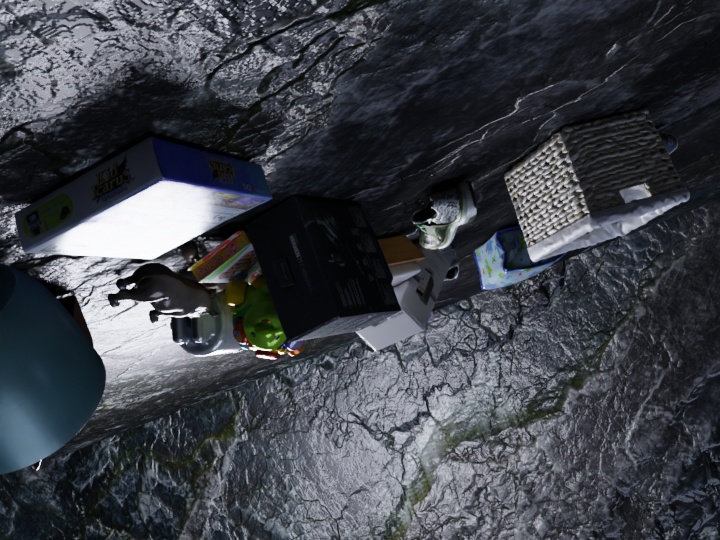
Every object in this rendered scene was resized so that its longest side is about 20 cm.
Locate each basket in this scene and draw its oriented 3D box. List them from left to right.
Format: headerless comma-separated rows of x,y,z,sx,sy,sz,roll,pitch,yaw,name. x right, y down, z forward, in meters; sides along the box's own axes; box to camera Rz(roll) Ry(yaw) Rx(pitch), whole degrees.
0.367,-0.131,1.346,0.196,0.163,0.200,-15,169,-23,basket

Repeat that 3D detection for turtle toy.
-0.132,0.075,1.245,0.143,0.103,0.200,7,167,-1,turtle toy

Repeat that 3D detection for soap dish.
0.000,0.000,1.572,0.198,0.082,0.157,-10,166,-43,soap dish

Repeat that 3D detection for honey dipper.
-0.231,-0.004,1.234,0.037,0.038,0.200,-19,167,-2,honey dipper

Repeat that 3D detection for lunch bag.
0.391,-0.040,2.006,0.197,0.129,0.170,-7,167,-13,lunch bag

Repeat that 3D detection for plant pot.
-0.403,0.091,0.925,0.198,0.201,0.162,-18,129,-6,plant pot

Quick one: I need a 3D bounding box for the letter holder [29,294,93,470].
-0.407,0.149,1.128,0.099,0.144,0.200,-18,-154,-7,letter holder

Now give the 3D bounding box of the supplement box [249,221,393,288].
-0.060,0.016,1.372,0.198,0.111,0.109,-22,-169,13,supplement box

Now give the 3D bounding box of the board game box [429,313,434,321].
0.142,0.211,3.135,0.197,0.042,0.200,-13,168,-34,board game box

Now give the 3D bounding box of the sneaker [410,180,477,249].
0.118,-0.091,1.392,0.087,0.078,0.200,-3,160,-17,sneaker

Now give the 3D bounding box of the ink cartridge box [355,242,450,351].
0.082,0.049,1.704,0.146,0.083,0.201,-27,-155,41,ink cartridge box

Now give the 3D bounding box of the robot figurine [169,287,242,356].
-0.247,0.088,1.463,0.167,0.115,0.199,-2,178,25,robot figurine

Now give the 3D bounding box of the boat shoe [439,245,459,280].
0.190,-0.011,1.919,0.069,0.072,0.201,-20,170,5,boat shoe

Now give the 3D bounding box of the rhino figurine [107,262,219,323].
-0.270,0.040,1.228,0.087,0.061,0.200,-22,156,19,rhino figurine

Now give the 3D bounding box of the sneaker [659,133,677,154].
0.504,-0.194,1.546,0.089,0.068,0.200,-12,166,-13,sneaker

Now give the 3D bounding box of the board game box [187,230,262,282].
-0.167,-0.018,1.225,0.095,0.030,0.200,-36,167,13,board game box

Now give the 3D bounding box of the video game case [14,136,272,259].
-0.217,-0.067,0.874,0.179,0.046,0.199,-22,170,22,video game case

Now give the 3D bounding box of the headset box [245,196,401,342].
-0.051,-0.002,1.177,0.092,0.176,0.199,-26,169,26,headset box
